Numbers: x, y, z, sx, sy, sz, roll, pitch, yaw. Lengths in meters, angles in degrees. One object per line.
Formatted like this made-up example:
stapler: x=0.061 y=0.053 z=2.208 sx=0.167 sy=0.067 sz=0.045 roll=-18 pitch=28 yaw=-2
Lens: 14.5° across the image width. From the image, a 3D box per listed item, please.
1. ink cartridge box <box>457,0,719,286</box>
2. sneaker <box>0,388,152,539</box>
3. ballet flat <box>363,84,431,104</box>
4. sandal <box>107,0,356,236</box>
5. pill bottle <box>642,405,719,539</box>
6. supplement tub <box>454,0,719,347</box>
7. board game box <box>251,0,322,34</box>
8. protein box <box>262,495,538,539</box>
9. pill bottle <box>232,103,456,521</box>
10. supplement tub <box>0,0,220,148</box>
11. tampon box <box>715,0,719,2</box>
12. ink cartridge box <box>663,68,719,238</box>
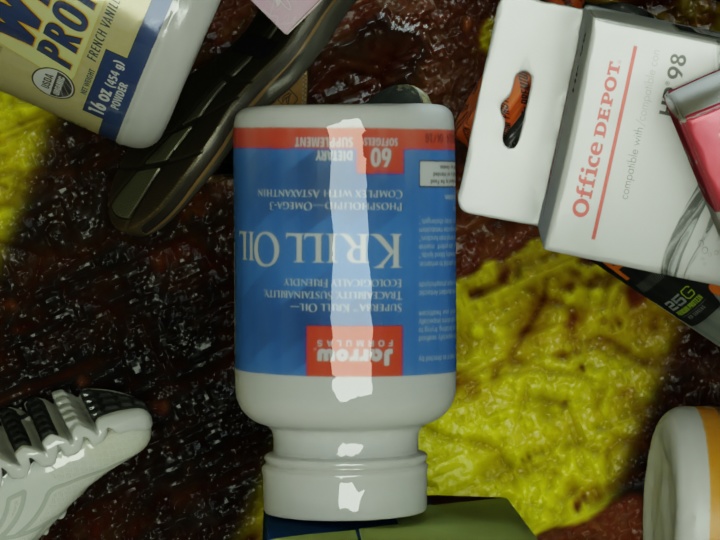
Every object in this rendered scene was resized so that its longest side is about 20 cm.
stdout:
ink cartridge box: x=0.154 y=-0.057 z=1.352 sx=0.199 sy=0.067 sz=0.117 roll=11 pitch=101 yaw=-2
sneaker: x=-0.193 y=0.127 z=1.464 sx=0.199 sy=0.075 sz=0.081 roll=-27 pitch=108 yaw=0
ballet flat: x=0.000 y=0.000 z=1.483 sx=0.066 sy=0.057 sz=0.201 roll=16 pitch=90 yaw=38
sandal: x=-0.052 y=-0.090 z=1.466 sx=0.055 sy=0.082 sz=0.200 roll=44 pitch=82 yaw=-27
pill bottle: x=0.253 y=0.131 z=1.468 sx=0.199 sy=0.116 sz=0.117 roll=2 pitch=92 yaw=-5
supplement tub: x=0.154 y=-0.054 z=1.448 sx=0.199 sy=0.123 sz=0.123 roll=33 pitch=90 yaw=-4
board game box: x=-0.062 y=-0.232 z=1.391 sx=0.200 sy=0.199 sz=0.043 roll=45 pitch=122 yaw=-5
protein box: x=0.014 y=0.223 z=1.412 sx=0.134 sy=0.199 sz=0.201 roll=2 pitch=92 yaw=-2
pill bottle: x=-0.007 y=0.019 z=1.391 sx=0.112 sy=0.112 sz=0.201 roll=-1 pitch=92 yaw=-4
supplement tub: x=-0.167 y=-0.162 z=1.409 sx=0.199 sy=0.144 sz=0.145 roll=23 pitch=91 yaw=-5
tampon box: x=0.165 y=-0.210 z=1.428 sx=0.199 sy=0.150 sz=0.127 roll=14 pitch=93 yaw=-5
ink cartridge box: x=0.243 y=-0.012 z=1.282 sx=0.144 sy=0.084 sz=0.201 roll=-23 pitch=101 yaw=5
